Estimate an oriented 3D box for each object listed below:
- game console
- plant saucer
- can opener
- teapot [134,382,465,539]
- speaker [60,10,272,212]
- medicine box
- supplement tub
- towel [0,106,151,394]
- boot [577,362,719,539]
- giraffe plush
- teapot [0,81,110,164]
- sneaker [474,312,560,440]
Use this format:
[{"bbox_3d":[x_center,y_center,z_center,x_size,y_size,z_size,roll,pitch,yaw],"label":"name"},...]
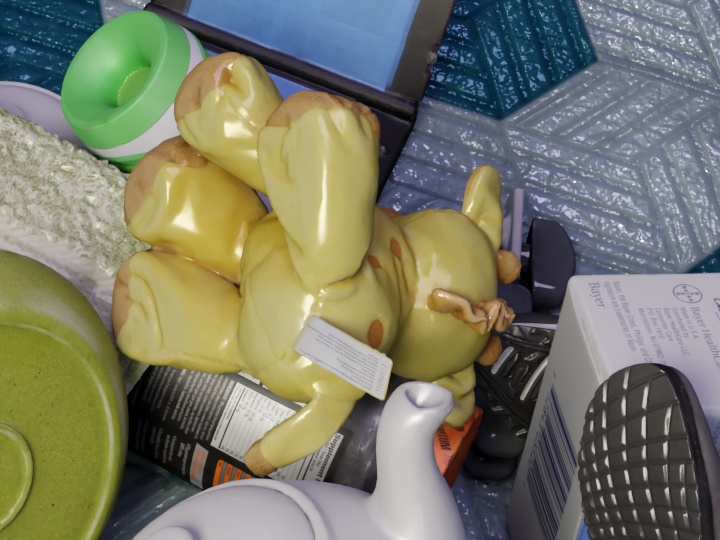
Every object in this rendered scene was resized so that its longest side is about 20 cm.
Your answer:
[{"bbox_3d":[-0.057,-0.145,1.116,0.199,0.119,0.173,21,51,6],"label":"game console"},{"bbox_3d":[-0.177,0.090,0.776,0.031,0.201,0.200,16,43,42],"label":"plant saucer"},{"bbox_3d":[0.095,0.034,1.046,0.066,0.053,0.201,13,51,-2],"label":"can opener"},{"bbox_3d":[-0.050,0.161,0.716,0.197,0.146,0.201,-8,44,34],"label":"teapot"},{"bbox_3d":[-0.075,-0.059,0.973,0.088,0.200,0.089,-20,52,27],"label":"speaker"},{"bbox_3d":[0.196,0.101,0.920,0.199,0.183,0.103,-1,41,-11],"label":"medicine box"},{"bbox_3d":[-0.042,0.073,0.943,0.199,0.123,0.123,27,52,9],"label":"supplement tub"},{"bbox_3d":[-0.186,-0.013,0.872,0.199,0.037,0.149,28,62,-2],"label":"towel"},{"bbox_3d":[0.178,0.131,0.814,0.131,0.070,0.201,-14,93,-42],"label":"boot"},{"bbox_3d":[0.000,0.000,0.842,0.162,0.173,0.200,2,36,-49],"label":"giraffe plush"},{"bbox_3d":[-0.206,-0.033,0.980,0.196,0.146,0.201,-3,54,-13],"label":"teapot"},{"bbox_3d":[0.133,0.057,1.001,0.199,0.074,0.079,14,29,-39],"label":"sneaker"}]
